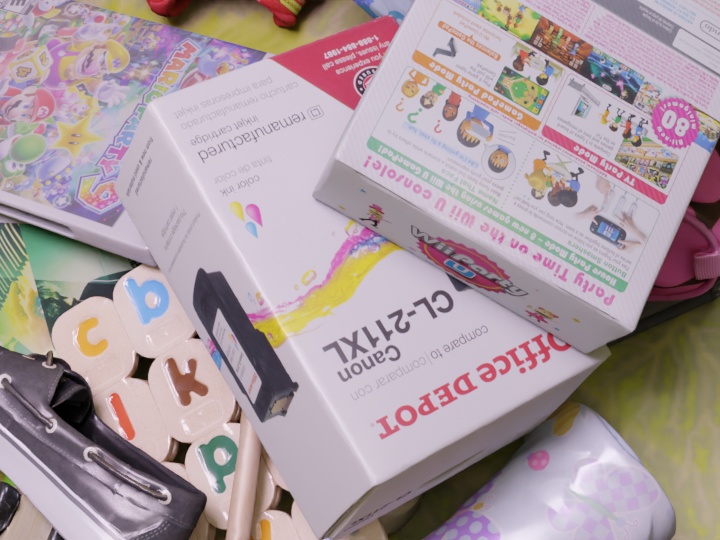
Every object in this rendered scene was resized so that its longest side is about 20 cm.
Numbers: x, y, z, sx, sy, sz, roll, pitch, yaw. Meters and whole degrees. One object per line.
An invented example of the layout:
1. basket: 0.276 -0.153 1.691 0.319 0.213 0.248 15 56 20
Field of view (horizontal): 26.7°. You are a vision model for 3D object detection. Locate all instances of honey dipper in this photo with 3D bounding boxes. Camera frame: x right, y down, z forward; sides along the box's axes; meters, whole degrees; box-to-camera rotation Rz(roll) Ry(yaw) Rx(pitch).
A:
1. honey dipper: -0.052 0.082 0.738 0.038 0.038 0.202 6 77 7

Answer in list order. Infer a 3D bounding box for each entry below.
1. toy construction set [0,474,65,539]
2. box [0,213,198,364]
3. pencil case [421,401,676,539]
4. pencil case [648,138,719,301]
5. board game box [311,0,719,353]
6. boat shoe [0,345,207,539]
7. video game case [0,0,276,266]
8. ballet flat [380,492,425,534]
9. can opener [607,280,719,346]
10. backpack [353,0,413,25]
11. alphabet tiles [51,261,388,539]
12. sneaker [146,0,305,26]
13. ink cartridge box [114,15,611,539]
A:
1. toy construction set: -0.210 0.166 0.751 0.092 0.131 0.202 23 58 -32
2. box: -0.128 -0.025 0.849 0.198 0.036 0.145 -21 68 -2
3. pencil case: 0.060 0.153 0.739 0.200 0.083 0.091 -40 66 -11
4. pencil case: 0.178 -0.071 0.784 0.093 0.091 0.201 21 54 16
5. board game box: 0.089 -0.089 0.672 0.147 0.064 0.201 29 74 -5
6. boat shoe: -0.155 0.075 0.752 0.200 0.069 0.057 40 93 20
7. video game case: -0.160 -0.088 0.848 0.199 0.018 0.144 18 60 23
8. ballet flat: 0.039 0.042 0.793 0.069 0.070 0.201 18 71 11
9. can opener: 0.179 0.010 0.800 0.198 0.053 0.067 -19 68 -3
10. backpack: 0.085 -0.194 0.801 0.200 0.147 0.183 40 67 -4
11. alphabet tiles: -0.074 0.083 0.769 0.199 0.015 0.197 -31 71 9
12. sneaker: -0.037 -0.189 0.899 0.198 0.077 0.086 -8 88 2
13. ink cartridge box: 0.000 0.000 0.711 0.145 0.083 0.201 -25 75 -30
